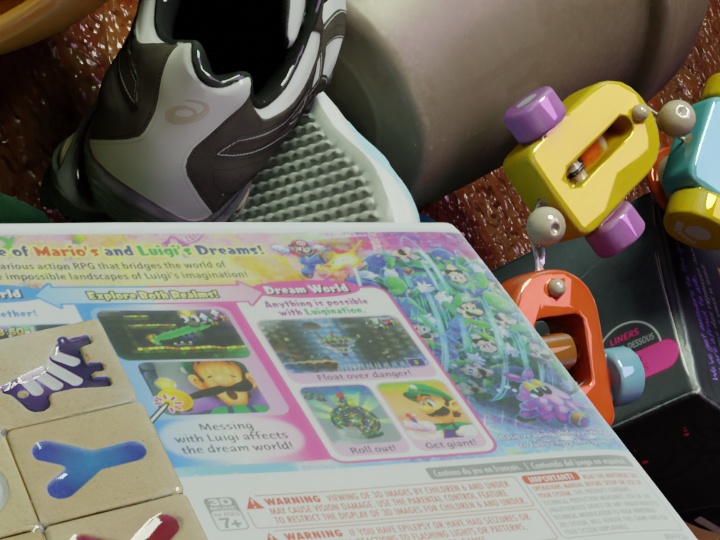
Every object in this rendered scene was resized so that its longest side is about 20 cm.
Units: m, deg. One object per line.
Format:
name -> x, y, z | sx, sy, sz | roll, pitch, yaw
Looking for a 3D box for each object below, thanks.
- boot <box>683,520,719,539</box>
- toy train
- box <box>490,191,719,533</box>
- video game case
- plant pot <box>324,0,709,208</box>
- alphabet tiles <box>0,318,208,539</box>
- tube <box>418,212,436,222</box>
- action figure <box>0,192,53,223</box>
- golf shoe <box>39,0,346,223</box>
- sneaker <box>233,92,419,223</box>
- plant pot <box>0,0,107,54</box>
boot -> 0.162, 0.154, 0.801 | 0.188, 0.199, 0.069 | -64, 160, -73
toy train -> 0.111, -0.001, 0.819 | 0.199, 0.056, 0.151 | -13, 88, -33
box -> 0.146, 0.068, 0.942 | 0.200, 0.122, 0.107 | 31, 42, -43
video game case -> -0.025, 0.045, 0.527 | 0.199, 0.024, 0.182 | -1, 34, -27
plant pot -> 0.024, -0.107, 0.855 | 0.201, 0.200, 0.175 | 55, 46, -12
alphabet tiles -> -0.137, 0.061, 0.437 | 0.199, 0.006, 0.167 | -12, 40, -19
tube -> 0.022, 0.044, 0.783 | 0.200, 0.050, 0.078 | -98, 164, -61
action figure -> -0.070, 0.016, 0.707 | 0.200, 0.055, 0.118 | 19, 36, -58
golf shoe -> -0.034, -0.088, 0.677 | 0.077, 0.095, 0.201 | 27, 44, -11
sneaker -> 0.000, 0.000, 0.717 | 0.082, 0.074, 0.200 | 42, 18, -31
plant pot -> -0.125, -0.167, 0.660 | 0.201, 0.199, 0.183 | 61, 12, -1
